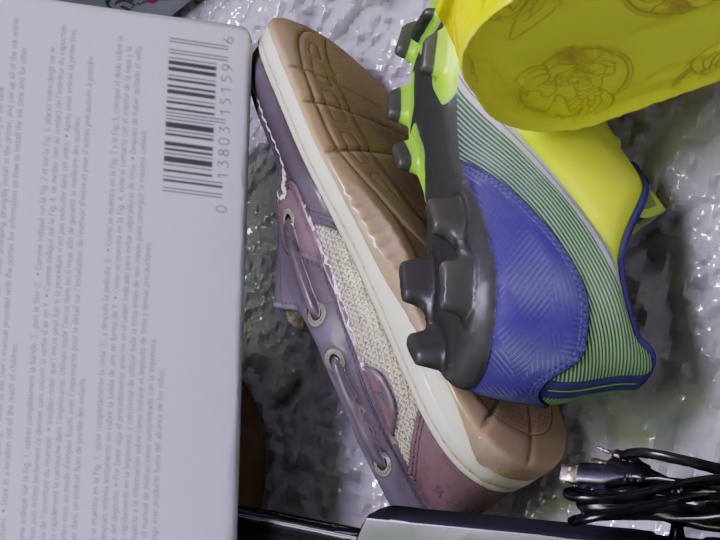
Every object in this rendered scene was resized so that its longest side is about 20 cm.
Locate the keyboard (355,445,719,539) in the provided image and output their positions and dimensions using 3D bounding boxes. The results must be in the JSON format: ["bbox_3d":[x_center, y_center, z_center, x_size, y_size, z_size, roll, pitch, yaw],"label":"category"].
[{"bbox_3d":[0.084,0.097,0.625,0.199,0.040,0.105,3,80,19],"label":"keyboard"}]

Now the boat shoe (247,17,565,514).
[{"bbox_3d":[0.000,0.000,0.761,0.065,0.072,0.200,-43,58,25],"label":"boat shoe"}]

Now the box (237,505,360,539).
[{"bbox_3d":[0.009,0.168,0.726,0.199,0.049,0.161,4,85,44],"label":"box"}]

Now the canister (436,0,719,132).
[{"bbox_3d":[0.081,-0.162,0.692,0.148,0.087,0.201,-19,62,13],"label":"canister"}]

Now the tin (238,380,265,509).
[{"bbox_3d":[-0.102,0.117,0.853,0.112,0.042,0.201,39,107,46],"label":"tin"}]

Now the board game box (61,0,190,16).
[{"bbox_3d":[-0.098,-0.204,0.910,0.147,0.064,0.201,-32,59,35],"label":"board game box"}]

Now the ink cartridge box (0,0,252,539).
[{"bbox_3d":[-0.125,0.007,0.745,0.044,0.173,0.201,141,133,-66],"label":"ink cartridge box"}]

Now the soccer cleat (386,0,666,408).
[{"bbox_3d":[0.056,-0.041,0.729,0.065,0.083,0.201,115,160,-50],"label":"soccer cleat"}]
